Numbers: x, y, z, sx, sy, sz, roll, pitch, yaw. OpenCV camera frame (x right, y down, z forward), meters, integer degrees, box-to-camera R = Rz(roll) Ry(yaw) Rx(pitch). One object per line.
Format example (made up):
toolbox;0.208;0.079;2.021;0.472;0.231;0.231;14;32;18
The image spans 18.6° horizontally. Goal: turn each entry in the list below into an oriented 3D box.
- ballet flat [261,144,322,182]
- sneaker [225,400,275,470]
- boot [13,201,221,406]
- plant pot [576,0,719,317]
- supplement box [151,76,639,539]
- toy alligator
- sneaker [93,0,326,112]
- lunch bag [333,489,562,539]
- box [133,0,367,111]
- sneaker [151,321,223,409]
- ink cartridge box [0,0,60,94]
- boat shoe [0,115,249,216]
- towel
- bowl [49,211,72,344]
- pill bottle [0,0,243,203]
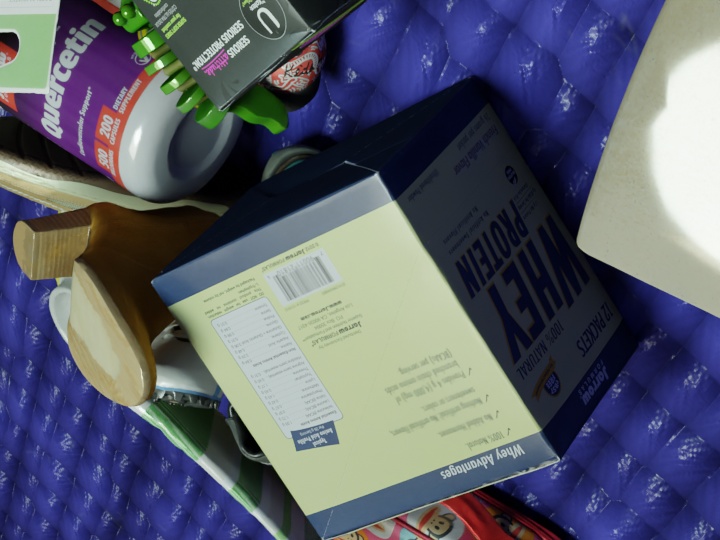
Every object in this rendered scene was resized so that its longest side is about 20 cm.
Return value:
ballet flat;0.000;0.000;1.482;0.201;0.067;0.064;58;175;-12
sneaker;-0.054;0.107;1.509;0.066;0.091;0.201;21;143;23
boot;-0.123;0.011;1.408;0.201;0.143;0.071;47;135;47
plant pot;0.237;-0.086;0.968;0.199;0.200;0.178;27;130;32
supplement box;0.022;0.027;1.345;0.199;0.134;0.200;-24;105;39
toy alligator;-0.122;-0.150;1.341;0.200;0.054;0.059;50;147;-12
sneaker;-0.102;-0.192;1.385;0.201;0.067;0.108;35;145;16
lunch bag;0.065;0.214;1.595;0.200;0.082;0.177;30;143;30
box;-0.067;-0.222;1.226;0.200;0.148;0.124;53;147;-5
sneaker;-0.113;0.045;1.467;0.071;0.200;0.073;10;102;2
ink cartridge box;-0.211;-0.212;1.413;0.145;0.048;0.201;6;92;48
boat shoe;-0.181;-0.050;1.547;0.199;0.072;0.076;15;127;-2
towel;-0.095;0.133;1.539;0.200;0.023;0.153;46;-176;-7
bowl;-0.168;0.016;1.652;0.200;0.108;0.201;32;144;26
pill bottle;-0.181;-0.135;1.499;0.200;0.112;0.113;32;145;26
